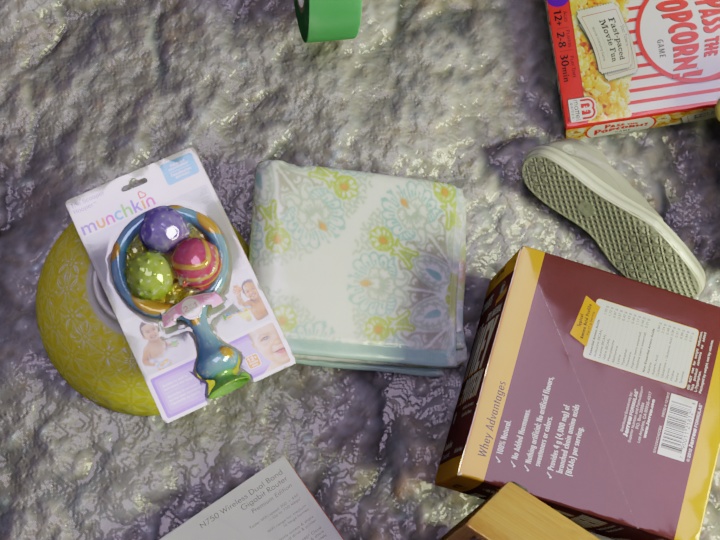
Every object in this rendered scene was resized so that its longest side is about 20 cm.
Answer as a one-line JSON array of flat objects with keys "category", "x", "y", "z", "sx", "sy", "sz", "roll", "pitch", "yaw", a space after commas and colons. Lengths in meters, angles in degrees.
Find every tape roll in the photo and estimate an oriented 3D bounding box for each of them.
[{"category": "tape roll", "x": -0.035, "y": -0.302, "z": 1.134, "sx": 0.048, "sy": 0.200, "sz": 0.201, "roll": -6, "pitch": 78, "yaw": -7}]

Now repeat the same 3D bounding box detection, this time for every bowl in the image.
[{"category": "bowl", "x": -0.181, "y": 0.017, "z": 1.098, "sx": 0.199, "sy": 0.108, "sz": 0.201, "roll": 1, "pitch": 77, "yaw": -5}]

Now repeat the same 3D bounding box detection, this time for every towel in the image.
[{"category": "towel", "x": 0.000, "y": 0.000, "z": 1.132, "sx": 0.199, "sy": 0.048, "sz": 0.172, "roll": 6, "pitch": 75, "yaw": -17}]

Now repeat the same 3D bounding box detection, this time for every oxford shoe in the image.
[{"category": "oxford shoe", "x": 0.235, "y": -0.051, "z": 1.174, "sx": 0.200, "sy": 0.075, "sz": 0.058, "roll": 41, "pitch": 49, "yaw": 4}]

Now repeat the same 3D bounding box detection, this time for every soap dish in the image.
[{"category": "soap dish", "x": 0.130, "y": 0.251, "z": 1.032, "sx": 0.157, "sy": 0.200, "sz": 0.081, "roll": 32, "pitch": 63, "yaw": 3}]

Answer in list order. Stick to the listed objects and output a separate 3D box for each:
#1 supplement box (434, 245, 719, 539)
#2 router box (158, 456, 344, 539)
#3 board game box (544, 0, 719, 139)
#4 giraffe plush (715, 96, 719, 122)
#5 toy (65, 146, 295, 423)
[{"category": "supplement box", "x": 0.190, "y": 0.112, "z": 1.096, "sx": 0.199, "sy": 0.133, "sz": 0.198, "roll": 17, "pitch": 77, "yaw": -1}, {"category": "router box", "x": -0.094, "y": 0.276, "z": 1.038, "sx": 0.200, "sy": 0.049, "sz": 0.180, "roll": -34, "pitch": 54, "yaw": -11}, {"category": "board game box", "x": 0.277, "y": -0.211, "z": 1.198, "sx": 0.199, "sy": 0.046, "sz": 0.152, "roll": -9, "pitch": 77, "yaw": 7}, {"category": "giraffe plush", "x": 0.383, "y": -0.093, "z": 1.117, "sx": 0.172, "sy": 0.200, "sz": 0.163, "roll": -17, "pitch": 88, "yaw": -6}, {"category": "toy", "x": -0.143, "y": 0.005, "z": 1.024, "sx": 0.115, "sy": 0.047, "sz": 0.201, "roll": -24, "pitch": 81, "yaw": -12}]
